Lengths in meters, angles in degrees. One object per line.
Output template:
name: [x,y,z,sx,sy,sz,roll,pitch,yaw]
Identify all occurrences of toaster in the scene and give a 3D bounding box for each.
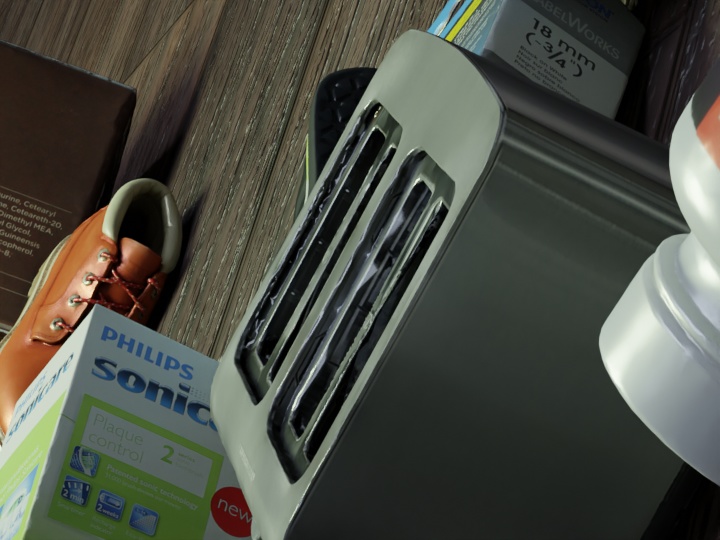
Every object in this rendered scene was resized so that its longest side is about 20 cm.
toaster: [0.044,0.026,0.919,0.201,0.118,0.181,-61,16,8]

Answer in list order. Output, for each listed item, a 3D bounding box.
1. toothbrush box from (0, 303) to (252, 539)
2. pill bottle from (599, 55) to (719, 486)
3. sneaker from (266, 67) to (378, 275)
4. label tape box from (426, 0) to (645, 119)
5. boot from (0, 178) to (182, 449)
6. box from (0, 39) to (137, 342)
toothbrush box: [-0.075,0.137,1.079,0.086,0.145,0.201,-48,21,45]
pill bottle: [0.145,-0.038,0.702,0.200,0.111,0.112,-57,16,23]
sneaker: [0.000,0.000,1.250,0.083,0.071,0.201,98,-176,-46]
label tape box: [0.044,-0.047,1.127,0.144,0.063,0.200,-52,9,37]
boot: [-0.159,0.032,1.680,0.107,0.075,0.201,-42,24,42]
box: [-0.258,-0.025,1.858,0.166,0.163,0.201,113,176,-60]
